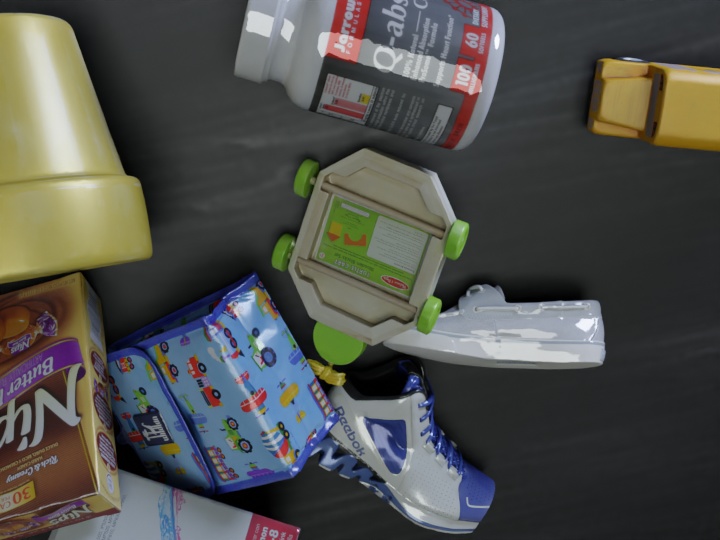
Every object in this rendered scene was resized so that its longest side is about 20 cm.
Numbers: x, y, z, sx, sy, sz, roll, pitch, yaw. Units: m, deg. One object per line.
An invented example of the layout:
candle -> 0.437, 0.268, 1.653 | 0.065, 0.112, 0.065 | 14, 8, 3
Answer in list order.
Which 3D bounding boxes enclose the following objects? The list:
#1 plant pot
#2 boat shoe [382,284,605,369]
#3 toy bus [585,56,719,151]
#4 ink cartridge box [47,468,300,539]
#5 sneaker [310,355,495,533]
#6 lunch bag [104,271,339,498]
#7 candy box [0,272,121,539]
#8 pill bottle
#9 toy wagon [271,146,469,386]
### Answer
plant pot -> -0.273, -0.087, 0.802 | 0.197, 0.201, 0.192 | -10, 92, -1
boat shoe -> 0.119, 0.048, 0.928 | 0.196, 0.072, 0.070 | 2, 77, 10
toy bus -> 0.296, -0.136, 0.874 | 0.196, 0.078, 0.066 | 4, 107, -5
ink cartridge box -> -0.173, 0.274, 0.899 | 0.197, 0.146, 0.147 | 19, 63, -4
sneaker -> 0.047, 0.149, 0.938 | 0.197, 0.081, 0.116 | 28, 113, -10
lunch bag -> -0.144, 0.115, 0.910 | 0.198, 0.094, 0.152 | -23, 102, 33
candy box -> -0.268, 0.112, 0.859 | 0.115, 0.203, 0.057 | -15, 152, 1
pill bottle -> 0.005, -0.174, 0.824 | 0.197, 0.116, 0.118 | 13, 106, -8
toy wagon -> 0.000, 0.000, 0.895 | 0.153, 0.040, 0.203 | 23, 106, 13
